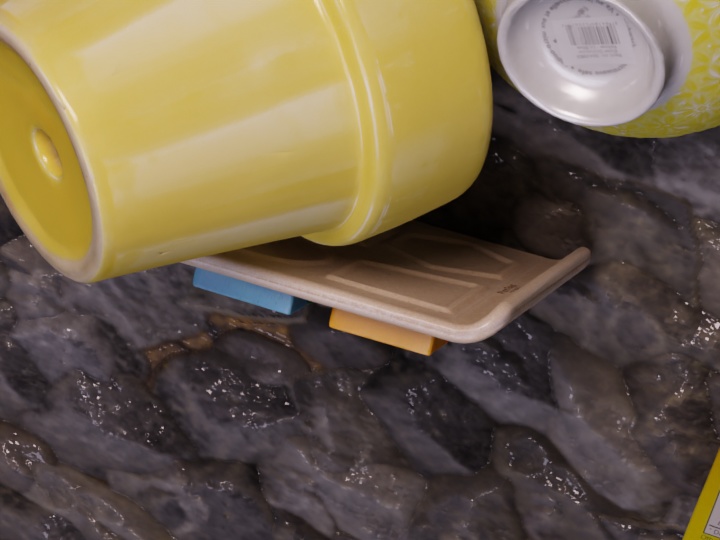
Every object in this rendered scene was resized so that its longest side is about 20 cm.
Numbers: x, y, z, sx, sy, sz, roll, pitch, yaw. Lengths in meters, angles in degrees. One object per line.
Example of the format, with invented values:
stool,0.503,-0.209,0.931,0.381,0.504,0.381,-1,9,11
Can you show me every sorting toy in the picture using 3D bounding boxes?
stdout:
sorting toy,0.000,0.000,1.509,0.199,0.185,0.037,11,103,16

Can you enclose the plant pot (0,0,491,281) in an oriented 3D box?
plant pot,-0.071,-0.089,1.381,0.201,0.188,0.201,45,150,36

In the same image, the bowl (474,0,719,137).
bowl,0.117,-0.128,1.371,0.199,0.108,0.201,14,136,15

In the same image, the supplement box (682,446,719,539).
supplement box,0.211,0.182,1.547,0.108,0.200,0.110,19,137,11
